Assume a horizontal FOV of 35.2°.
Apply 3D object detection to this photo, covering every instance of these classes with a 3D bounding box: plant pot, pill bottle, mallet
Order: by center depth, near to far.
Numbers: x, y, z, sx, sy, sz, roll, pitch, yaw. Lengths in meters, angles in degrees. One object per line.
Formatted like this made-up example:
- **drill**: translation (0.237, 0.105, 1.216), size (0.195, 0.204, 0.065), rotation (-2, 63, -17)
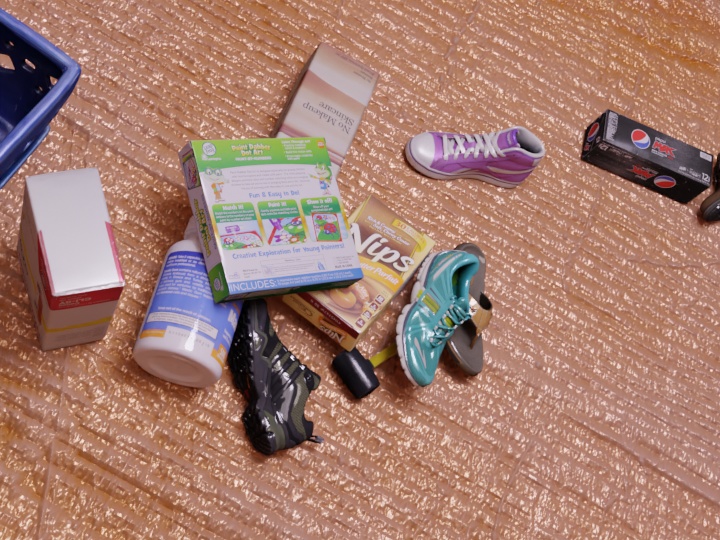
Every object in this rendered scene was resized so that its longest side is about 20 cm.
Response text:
- **plant pot**: translation (-0.476, -0.190, 1.344), size (0.200, 0.180, 0.200), rotation (35, 59, -5)
- **pill bottle**: translation (-0.200, 0.032, 1.403), size (0.112, 0.112, 0.201), rotation (22, 62, -13)
- **mallet**: translation (0.044, 0.095, 1.526), size (0.066, 0.041, 0.200), rotation (48, 54, 5)

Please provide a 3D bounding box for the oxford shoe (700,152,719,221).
- **oxford shoe**: translation (0.601, -0.147, 1.849), size (0.084, 0.073, 0.200), rotation (41, 55, 17)

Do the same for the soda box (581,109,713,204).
- **soda box**: translation (0.453, -0.179, 1.790), size (0.199, 0.071, 0.064), rotation (22, 63, -13)

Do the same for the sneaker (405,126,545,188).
- **sneaker**: translation (0.172, -0.183, 1.651), size (0.199, 0.114, 0.073), rotation (5, 68, -19)

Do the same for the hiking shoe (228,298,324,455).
- **hiking shoe**: translation (-0.105, 0.129, 1.433), size (0.100, 0.076, 0.201), rotation (-4, 79, -33)

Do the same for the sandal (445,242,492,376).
- **sandal**: translation (0.157, 0.047, 1.569), size (0.082, 0.054, 0.201), rotation (32, 54, -31)

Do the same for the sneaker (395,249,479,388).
- **sneaker**: translation (0.103, 0.058, 1.493), size (0.077, 0.079, 0.201), rotation (41, 58, -42)

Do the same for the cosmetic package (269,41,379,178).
- **cosmetic package**: translation (-0.060, -0.204, 1.577), size (0.103, 0.087, 0.201), rotation (27, 61, -12)

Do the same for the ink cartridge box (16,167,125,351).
- **ink cartridge box**: translation (-0.339, -0.008, 1.312), size (0.083, 0.200, 0.146), rotation (-11, 73, -23)

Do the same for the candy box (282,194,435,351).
- **candy box**: translation (0.000, 0.000, 1.513), size (0.115, 0.055, 0.200), rotation (37, 53, 5)

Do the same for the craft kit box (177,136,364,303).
- **craft kit box**: translation (-0.110, -0.067, 1.407), size (0.199, 0.048, 0.199), rotation (-6, 76, -36)
